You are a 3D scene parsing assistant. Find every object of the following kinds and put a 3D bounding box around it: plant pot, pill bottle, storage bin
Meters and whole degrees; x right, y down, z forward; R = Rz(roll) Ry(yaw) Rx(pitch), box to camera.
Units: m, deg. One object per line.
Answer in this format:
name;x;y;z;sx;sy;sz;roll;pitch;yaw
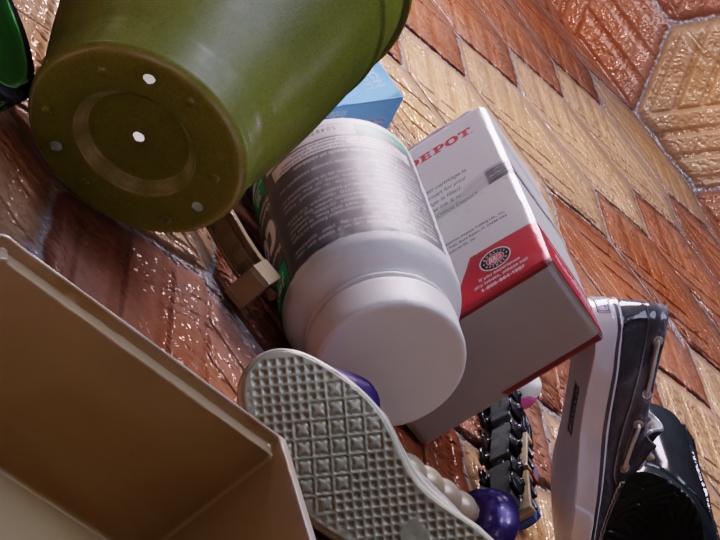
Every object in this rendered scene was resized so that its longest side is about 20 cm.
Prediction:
plant pot;-0.092;-0.129;1.283;0.200;0.200;0.193;46;42;-20
pill bottle;0.000;0.000;1.422;0.113;0.113;0.200;42;17;-32
storage bin;-0.104;0.114;0.890;0.198;0.094;0.200;40;19;-38

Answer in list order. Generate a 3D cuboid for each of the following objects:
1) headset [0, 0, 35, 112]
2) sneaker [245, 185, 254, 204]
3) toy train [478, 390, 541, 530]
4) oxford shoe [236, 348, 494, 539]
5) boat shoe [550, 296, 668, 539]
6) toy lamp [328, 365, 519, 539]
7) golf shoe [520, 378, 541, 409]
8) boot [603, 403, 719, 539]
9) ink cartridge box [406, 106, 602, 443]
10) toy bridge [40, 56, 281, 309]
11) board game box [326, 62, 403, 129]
headset;-0.226;-0.183;1.218;0.201;0.094;0.124;61;13;-10
sneaker;-0.043;-0.089;1.600;0.070;0.082;0.200;17;42;0
toy train;0.105;0.135;1.580;0.046;0.034;0.200;61;12;-15
oxford shoe;0.004;0.124;1.253;0.200;0.075;0.058;45;-11;-11
boat shoe;0.174;0.112;1.548;0.067;0.201;0.072;2;20;-10
toy lamp;0.020;0.112;1.335;0.200;0.058;0.058;40;19;-43
golf shoe;0.083;0.010;1.692;0.200;0.091;0.075;53;13;1
boot;0.224;0.165;1.765;0.200;0.076;0.168;49;17;-38
ink cartridge box;0.063;-0.001;1.539;0.084;0.144;0.200;52;13;-35
toy bridge;-0.116;-0.060;1.384;0.200;0.027;0.067;51;14;0
board game box;-0.083;-0.169;1.556;0.153;0.040;0.200;-11;56;-37
